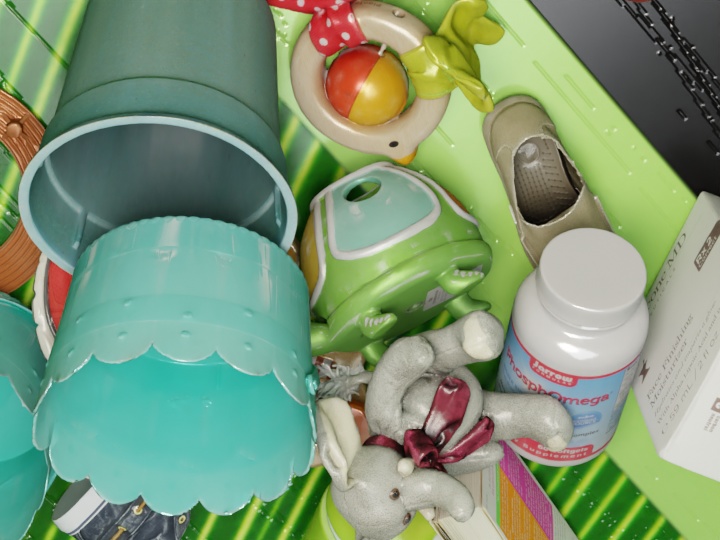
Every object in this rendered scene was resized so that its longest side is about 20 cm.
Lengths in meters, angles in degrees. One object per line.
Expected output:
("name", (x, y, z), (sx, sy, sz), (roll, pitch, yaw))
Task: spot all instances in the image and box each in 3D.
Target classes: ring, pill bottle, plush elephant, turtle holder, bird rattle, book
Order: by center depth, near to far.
("plush elephant", (0.040, 0.137, 1.622), (0.200, 0.155, 0.165), (-4, 142, 24))
("bird rattle", (0.007, -0.162, 1.663), (0.200, 0.113, 0.163), (20, 125, -7))
("turtle holder", (0.007, -0.001, 1.704), (0.185, 0.141, 0.132), (-34, 73, 17))
("pill bottle", (0.168, 0.060, 1.705), (0.108, 0.109, 0.200), (2, 142, -4))
("ring", (-0.335, -0.061, 1.721), (0.200, 0.019, 0.201), (-1, 111, -4))
("book", (0.130, 0.217, 1.772), (0.048, 0.134, 0.200), (-21, 124, 23))

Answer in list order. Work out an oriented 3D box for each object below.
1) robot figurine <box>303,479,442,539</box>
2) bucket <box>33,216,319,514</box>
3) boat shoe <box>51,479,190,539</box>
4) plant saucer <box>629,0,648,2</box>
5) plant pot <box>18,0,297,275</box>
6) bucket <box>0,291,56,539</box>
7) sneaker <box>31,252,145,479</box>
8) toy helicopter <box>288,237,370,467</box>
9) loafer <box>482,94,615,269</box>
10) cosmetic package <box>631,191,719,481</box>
("robot figurine", (0.013, 0.228, 1.781), (0.115, 0.176, 0.200), (24, 134, 2))
("bucket", (-0.127, 0.068, 1.544), (0.207, 0.135, 0.207), (2, 140, 2))
("boat shoe", (-0.161, 0.166, 1.796), (0.091, 0.071, 0.200), (39, 110, -18))
("plant saucer", (0.205, -0.292, 1.589), (0.200, 0.037, 0.200), (2, 117, -47))
("plant pot", (-0.142, -0.114, 1.594), (0.200, 0.196, 0.200), (1, 140, 1))
("bucket", (-0.329, 0.115, 1.713), (0.207, 0.135, 0.208), (2, 118, 3))
("sneaker", (-0.197, 0.063, 1.686), (0.085, 0.077, 0.201), (-19, 77, 24))
("toy helicopter", (-0.061, 0.066, 1.769), (0.132, 0.079, 0.201), (-11, 101, 11))
("loafer", (0.156, -0.044, 1.729), (0.076, 0.068, 0.200), (-28, 110, 8))
("cosmetic package", (0.325, 0.066, 1.710), (0.165, 0.200, 0.165), (21, 109, -12))
